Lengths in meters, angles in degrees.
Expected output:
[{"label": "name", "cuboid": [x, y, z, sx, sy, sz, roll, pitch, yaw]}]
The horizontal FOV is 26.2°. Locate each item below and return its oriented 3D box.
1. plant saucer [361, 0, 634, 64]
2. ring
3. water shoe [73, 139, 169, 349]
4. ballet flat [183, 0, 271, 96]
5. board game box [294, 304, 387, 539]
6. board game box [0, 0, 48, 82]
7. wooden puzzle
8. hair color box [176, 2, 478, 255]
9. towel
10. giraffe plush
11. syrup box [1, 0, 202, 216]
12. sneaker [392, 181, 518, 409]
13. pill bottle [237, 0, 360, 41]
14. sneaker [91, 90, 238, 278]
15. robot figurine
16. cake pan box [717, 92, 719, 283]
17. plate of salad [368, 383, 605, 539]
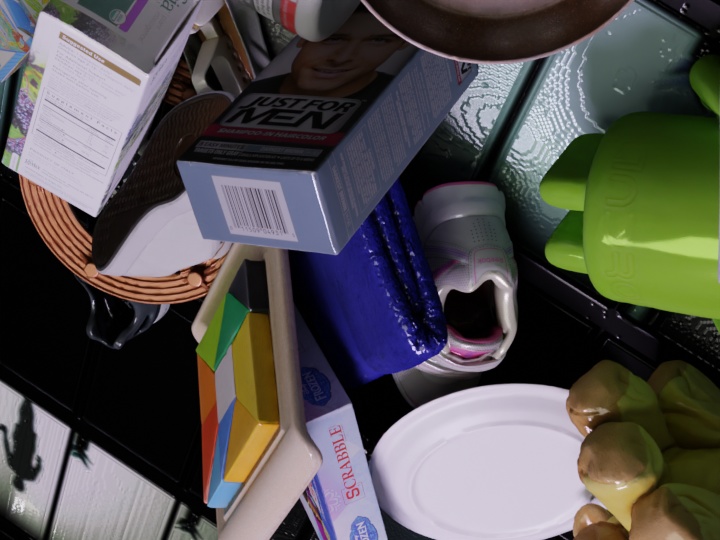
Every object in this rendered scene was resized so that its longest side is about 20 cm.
[{"label": "plant saucer", "cuboid": [0.078, -0.214, 0.853, 0.197, 0.035, 0.202, 0, 120, 0]}, {"label": "ring", "cuboid": [-0.163, -0.065, 1.155, 0.198, 0.019, 0.203, 4, 113, 9]}, {"label": "water shoe", "cuboid": [-0.189, -0.022, 1.225, 0.071, 0.079, 0.202, 17, 134, 22]}, {"label": "ballet flat", "cuboid": [-0.101, -0.161, 1.054, 0.067, 0.064, 0.202, -3, 123, 32]}, {"label": "board game box", "cuboid": [-0.035, 0.129, 1.186, 0.200, 0.041, 0.202, -124, 17, -55]}, {"label": "board game box", "cuboid": [-0.295, -0.251, 1.134, 0.200, 0.034, 0.134, 49, 137, -10]}, {"label": "wooden puzzle", "cuboid": [-0.085, 0.084, 1.108, 0.037, 0.202, 0.185, 2, 147, -23]}, {"label": "hair color box", "cuboid": [-0.015, -0.096, 0.948, 0.098, 0.200, 0.061, 7, 130, 30]}, {"label": "towel", "cuboid": [0.000, 0.000, 1.063, 0.149, 0.049, 0.200, 66, 162, 2]}, {"label": "giraffe plush", "cuboid": [0.203, 0.175, 1.050, 0.198, 0.174, 0.163, 17, 129, -23]}, {"label": "syrup box", "cuboid": [-0.174, -0.125, 1.024, 0.081, 0.079, 0.200, 30, 150, -4]}, {"label": "sneaker", "cuboid": [0.063, 0.039, 1.074, 0.080, 0.089, 0.201, -4, 134, -9]}, {"label": "pill bottle", "cuboid": [-0.084, -0.235, 0.941, 0.199, 0.114, 0.114, 30, 137, 9]}, {"label": "sneaker", "cuboid": [-0.112, -0.057, 1.085, 0.084, 0.074, 0.200, 11, 148, -32]}, {"label": "robot figurine", "cuboid": [0.209, -0.031, 0.910, 0.198, 0.116, 0.177, 8, 121, 29]}, {"label": "cake pan box", "cuboid": [0.275, -0.082, 0.785, 0.182, 0.052, 0.203, 3, 93, 28]}, {"label": "plate of salad", "cuboid": [0.103, 0.139, 1.137, 0.197, 0.048, 0.201, -2, 136, -2]}]
